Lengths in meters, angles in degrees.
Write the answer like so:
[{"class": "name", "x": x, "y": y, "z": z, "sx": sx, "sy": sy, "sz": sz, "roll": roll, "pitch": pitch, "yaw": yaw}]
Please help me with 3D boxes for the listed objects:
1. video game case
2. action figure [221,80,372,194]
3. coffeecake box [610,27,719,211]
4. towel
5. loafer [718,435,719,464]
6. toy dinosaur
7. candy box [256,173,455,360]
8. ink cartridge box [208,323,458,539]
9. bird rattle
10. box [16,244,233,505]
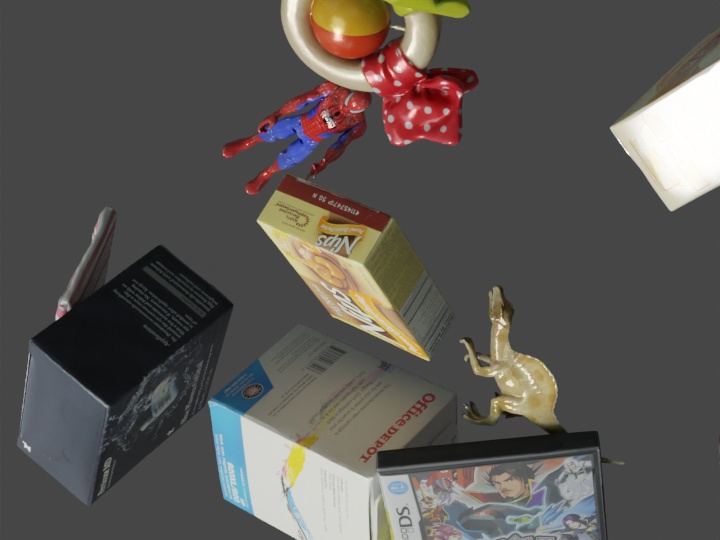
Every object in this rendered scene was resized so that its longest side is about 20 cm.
[{"class": "video game case", "x": 0.125, "y": 0.226, "z": 1.384, "sx": 0.200, "sy": 0.026, "sz": 0.181, "roll": -6, "pitch": 129, "yaw": 7}, {"class": "action figure", "x": -0.067, "y": -0.112, "z": 1.346, "sx": 0.200, "sy": 0.099, "sz": 0.065, "roll": -25, "pitch": 102, "yaw": 48}, {"class": "coffeecake box", "x": 0.278, "y": -0.137, "z": 0.942, "sx": 0.073, "sy": 0.153, "sz": 0.200, "roll": 53, "pitch": 141, "yaw": -4}, {"class": "towel", "x": -0.316, "y": 0.041, "z": 1.667, "sx": 0.030, "sy": 0.147, "sz": 0.200, "roll": 18, "pitch": 138, "yaw": -3}, {"class": "loafer", "x": 0.362, "y": 0.113, "z": 1.144, "sx": 0.200, "sy": 0.072, "sz": 0.063, "roll": -13, "pitch": 91, "yaw": 42}, {"class": "toy dinosaur", "x": 0.145, "y": 0.114, "z": 1.350, "sx": 0.101, "sy": 0.058, "sz": 0.200, "roll": -22, "pitch": 104, "yaw": 49}, {"class": "candy box", "x": 0.000, "y": 0.000, "z": 1.330, "sx": 0.115, "sy": 0.055, "sz": 0.200, "roll": 24, "pitch": 165, "yaw": 29}, {"class": "ink cartridge box", "x": -0.023, "y": 0.178, "z": 1.490, "sx": 0.200, "sy": 0.147, "sz": 0.145, "roll": 23, "pitch": 134, "yaw": 31}, {"class": "bird rattle", "x": 0.018, "y": -0.194, "z": 1.184, "sx": 0.163, "sy": 0.113, "sz": 0.200, "roll": 16, "pitch": 143, "yaw": 10}, {"class": "box", "x": -0.256, "y": 0.114, "z": 1.622, "sx": 0.117, "sy": 0.200, "sz": 0.197, "roll": 38, "pitch": 140, "yaw": 15}]
